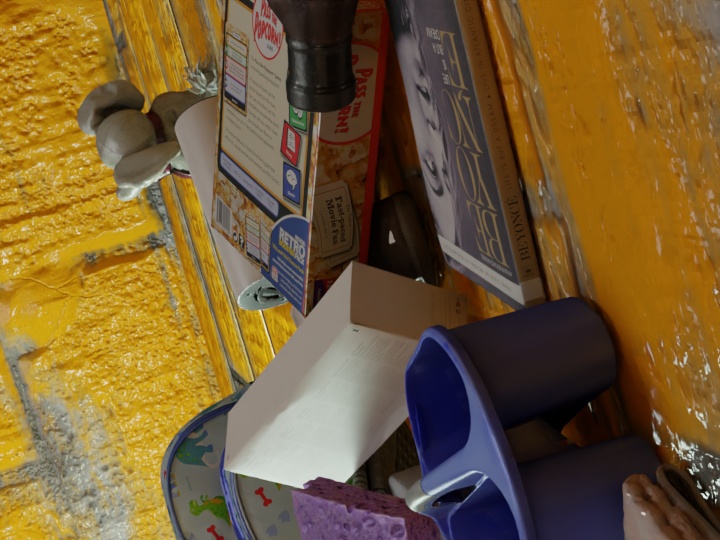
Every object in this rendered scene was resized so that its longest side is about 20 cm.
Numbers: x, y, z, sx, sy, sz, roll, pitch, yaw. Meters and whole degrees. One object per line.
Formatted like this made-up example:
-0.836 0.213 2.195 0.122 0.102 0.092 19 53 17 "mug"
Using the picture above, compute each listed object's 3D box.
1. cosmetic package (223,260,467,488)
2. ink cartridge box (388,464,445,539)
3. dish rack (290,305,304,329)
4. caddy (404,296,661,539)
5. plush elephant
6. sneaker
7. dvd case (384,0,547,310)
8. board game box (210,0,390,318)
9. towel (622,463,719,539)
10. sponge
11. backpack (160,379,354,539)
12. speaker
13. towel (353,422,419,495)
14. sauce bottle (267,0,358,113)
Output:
-0.013 0.073 1.126 0.200 0.082 0.051 -50 32 47 "cosmetic package"
0.082 0.187 1.089 0.200 0.066 0.116 -163 57 -79 "ink cartridge box"
-0.053 -0.017 1.401 0.201 0.043 0.172 64 -179 5 "dish rack"
0.072 0.096 0.873 0.200 0.105 0.142 107 143 -73 "caddy"
-0.219 -0.133 1.919 0.200 0.154 0.165 83 166 -48 "plush elephant"
0.000 0.000 1.190 0.200 0.075 0.071 120 132 -77 "sneaker"
0.050 -0.084 0.949 0.149 0.016 0.201 -140 34 -71 "dvd case"
-0.044 -0.092 1.133 0.151 0.046 0.201 42 133 51 "board game box"
0.171 0.208 0.746 0.200 0.032 0.192 -123 20 -56 "towel"
0.022 0.228 1.073 0.111 0.030 0.201 3 111 51 "sponge"
-0.059 0.176 1.441 0.147 0.199 0.184 162 88 -80 "backpack"
-0.111 -0.064 1.673 0.081 0.081 0.201 95 156 -65 "speaker"
0.035 0.193 1.242 0.193 0.034 0.201 65 -162 -50 "towel"
-0.024 -0.186 0.973 0.066 0.066 0.201 -123 24 -56 "sauce bottle"
